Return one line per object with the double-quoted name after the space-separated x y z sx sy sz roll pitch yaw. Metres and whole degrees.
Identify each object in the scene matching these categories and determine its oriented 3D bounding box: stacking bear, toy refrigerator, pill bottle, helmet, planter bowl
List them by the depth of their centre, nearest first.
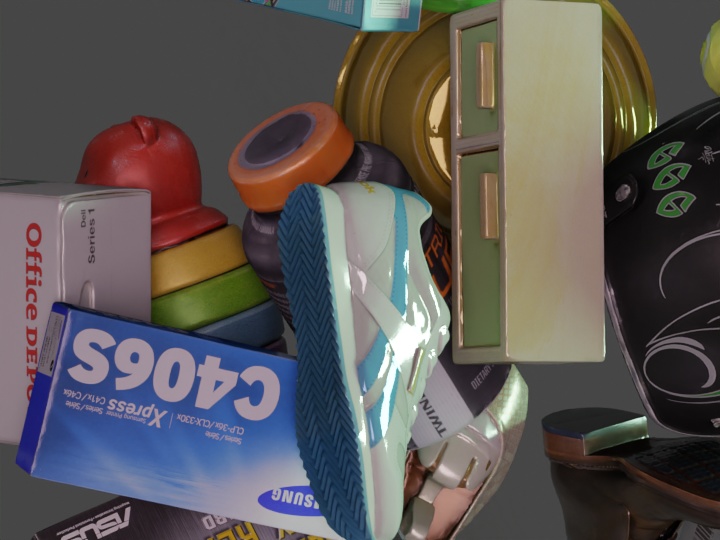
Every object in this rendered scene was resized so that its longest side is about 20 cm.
0.091 -0.048 1.641 0.070 0.076 0.201 1 87 -22 "toy refrigerator"
0.240 -0.009 1.684 0.190 0.200 0.201 -17 96 12 "helmet"
0.000 0.000 1.695 0.106 0.106 0.200 -31 119 3 "pill bottle"
-0.112 0.007 1.734 0.113 0.121 0.201 -20 94 -12 "stacking bear"
0.082 -0.087 1.736 0.199 0.083 0.202 0 96 0 "planter bowl"

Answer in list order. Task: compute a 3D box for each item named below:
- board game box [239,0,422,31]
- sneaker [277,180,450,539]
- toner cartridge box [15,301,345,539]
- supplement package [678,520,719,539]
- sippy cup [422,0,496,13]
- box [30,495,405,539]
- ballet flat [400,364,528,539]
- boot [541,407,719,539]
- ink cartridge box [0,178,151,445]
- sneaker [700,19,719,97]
-0.039 -0.227 1.669 0.047 0.199 0.152 -2 104 -41 "board game box"
0.009 0.051 1.580 0.080 0.076 0.201 -3 89 -28 "sneaker"
-0.083 0.085 1.613 0.199 0.043 0.096 13 92 -18 "toner cartridge box"
0.300 0.179 1.742 0.199 0.117 0.118 17 96 -8 "supplement package"
0.061 -0.245 1.701 0.130 0.178 0.140 20 124 8 "sippy cup"
-0.069 0.187 1.658 0.199 0.048 0.159 -22 75 -22 "box"
0.046 0.139 1.772 0.067 0.062 0.201 26 95 -3 "ballet flat"
0.177 0.147 1.718 0.074 0.200 0.098 -11 105 -25 "boot"
-0.218 0.020 1.696 0.199 0.084 0.147 6 99 37 "ink cartridge box"
0.303 -0.115 1.721 0.199 0.105 0.076 5 87 -1 "sneaker"
